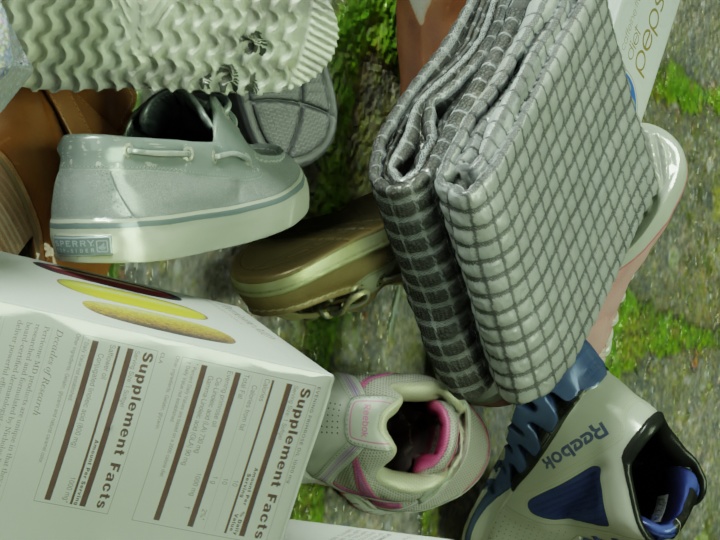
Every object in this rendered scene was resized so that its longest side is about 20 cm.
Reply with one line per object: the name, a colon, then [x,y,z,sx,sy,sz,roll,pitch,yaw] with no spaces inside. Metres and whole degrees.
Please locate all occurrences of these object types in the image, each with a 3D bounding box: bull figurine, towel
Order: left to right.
bull figurine: [0.059,-0.153,1.644,0.121,0.065,0.200,-26,127,-54]
towel: [0.080,-0.051,1.566,0.200,0.085,0.166,-62,144,-40]

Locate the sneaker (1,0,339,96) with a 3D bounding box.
sneaker: [-0.114,-0.131,1.329,0.100,0.200,0.070,-104,-155,-59]

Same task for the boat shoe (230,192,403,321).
boat shoe: [-0.002,0.000,1.570,0.201,0.073,0.063,-28,112,-61]

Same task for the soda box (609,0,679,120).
soda box: [0.140,-0.129,1.784,0.068,0.064,0.200,47,54,-48]

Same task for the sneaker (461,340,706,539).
sneaker: [0.135,0.138,1.699,0.081,0.115,0.200,-40,156,-39]

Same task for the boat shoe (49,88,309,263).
boat shoe: [-0.079,-0.049,1.331,0.201,0.070,0.072,-21,112,-65]

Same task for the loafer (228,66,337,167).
loafer: [-0.064,-0.150,1.479,0.072,0.063,0.200,-18,107,-24]

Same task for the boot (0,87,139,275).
boot: [-0.134,-0.001,1.362,0.155,0.074,0.200,-58,141,-42]

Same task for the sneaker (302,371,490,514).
sneaker: [0.026,0.098,1.605,0.200,0.088,0.082,10,85,-58]

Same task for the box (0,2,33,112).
box: [-0.242,-0.062,1.122,0.200,0.132,0.115,-58,140,-37]

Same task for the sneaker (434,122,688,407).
sneaker: [0.130,0.000,1.723,0.200,0.075,0.105,-52,154,10]

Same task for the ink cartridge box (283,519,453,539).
ink cartridge box: [-0.050,0.198,1.393,0.086,0.200,0.148,-22,111,-55]

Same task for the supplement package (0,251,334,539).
supplement package: [-0.132,0.060,1.236,0.200,0.114,0.110,14,99,-29]
